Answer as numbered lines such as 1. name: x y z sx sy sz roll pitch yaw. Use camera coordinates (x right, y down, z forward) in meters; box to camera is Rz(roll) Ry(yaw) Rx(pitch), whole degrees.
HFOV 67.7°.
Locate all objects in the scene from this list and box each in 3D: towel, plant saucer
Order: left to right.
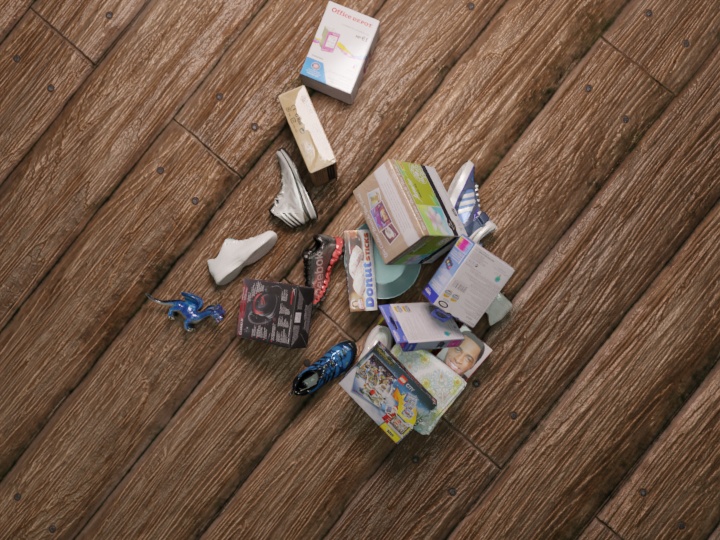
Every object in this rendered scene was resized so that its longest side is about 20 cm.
1. plant saucer: 0.057 -0.029 1.377 0.197 0.039 0.205 0 88 1
2. towel: 0.134 0.277 1.300 0.199 0.048 0.172 38 96 1

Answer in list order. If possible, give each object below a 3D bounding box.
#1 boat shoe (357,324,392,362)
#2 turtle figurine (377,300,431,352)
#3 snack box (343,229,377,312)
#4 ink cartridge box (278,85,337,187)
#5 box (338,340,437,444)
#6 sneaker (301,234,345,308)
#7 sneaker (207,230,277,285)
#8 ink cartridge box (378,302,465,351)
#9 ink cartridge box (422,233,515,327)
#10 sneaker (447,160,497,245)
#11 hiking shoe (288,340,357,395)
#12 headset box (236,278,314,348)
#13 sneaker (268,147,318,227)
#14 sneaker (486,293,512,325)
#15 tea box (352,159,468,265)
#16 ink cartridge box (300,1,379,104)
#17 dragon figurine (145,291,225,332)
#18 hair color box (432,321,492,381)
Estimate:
1. boat shoe: 0.026 0.232 1.357 0.071 0.066 0.202 28 89 3
2. turtle figurine: 0.121 0.166 1.341 0.161 0.064 0.200 42 80 -3
3. snack box: 0.000 0.000 1.342 0.071 0.024 0.204 -4 89 -6
4. ink cartridge box: -0.125 -0.326 1.327 0.074 0.165 0.203 -23 89 -1
5. box: 0.065 0.287 1.265 0.137 0.038 0.200 -45 89 8
6. sneaker: -0.115 -0.002 1.354 0.097 0.071 0.203 23 88 -26
7. sneaker: -0.309 -0.054 1.377 0.199 0.075 0.089 -36 76 2
8. ink cartridge box: 0.141 0.133 1.284 0.197 0.042 0.120 2 45 -31
9. ink cartridge box: 0.241 0.038 1.250 0.135 0.076 0.201 29 100 -24
10. sneaker: 0.289 -0.158 1.359 0.145 0.081 0.203 23 86 -6
11. hiking shoe: -0.088 0.253 1.349 0.199 0.087 0.075 -40 88 0
12. headset box: -0.220 0.102 1.332 0.197 0.075 0.151 6 88 32
13. sneaker: -0.197 -0.204 1.370 0.114 0.076 0.203 -24 90 -1
14. sneaker: 0.284 0.052 1.345 0.200 0.075 0.089 44 94 0
15. tea box: 0.118 -0.133 1.263 0.133 0.195 0.202 -37 70 37
16. ink cartridge box: -0.050 -0.556 1.371 0.143 0.085 0.203 22 88 2
17. dragon figurine: -0.443 0.088 1.379 0.199 0.059 0.100 35 90 2
18. hair color box: 0.227 0.239 1.353 0.101 0.061 0.201 41 89 2
